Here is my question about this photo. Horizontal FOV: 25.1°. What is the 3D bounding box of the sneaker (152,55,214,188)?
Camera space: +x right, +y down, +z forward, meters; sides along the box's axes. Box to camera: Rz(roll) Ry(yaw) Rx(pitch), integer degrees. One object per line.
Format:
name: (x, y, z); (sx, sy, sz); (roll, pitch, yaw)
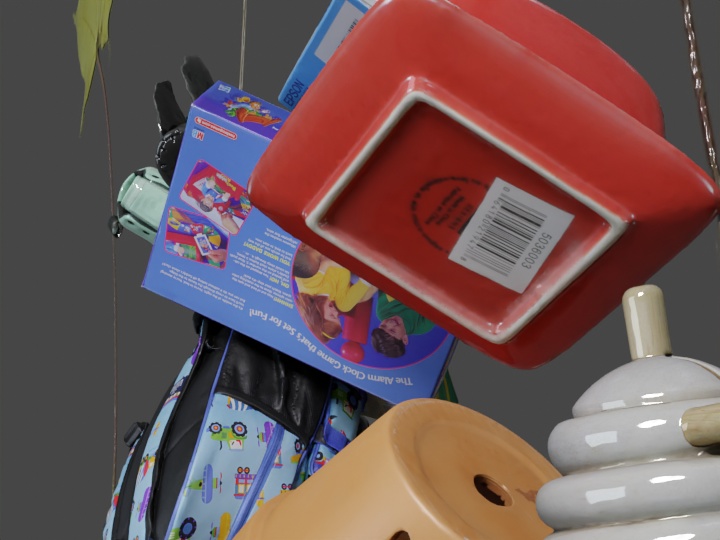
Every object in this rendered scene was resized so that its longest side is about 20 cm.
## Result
sneaker: (-0.073, -0.052, 1.086); (0.060, 0.200, 0.104); (-39, 6, 18)

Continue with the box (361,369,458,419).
box: (0.000, 0.000, 1.096); (0.117, 0.048, 0.202); (179, 71, -75)

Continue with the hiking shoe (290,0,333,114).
hiking shoe: (0.003, -0.134, 1.219); (0.086, 0.074, 0.202); (23, 89, 34)

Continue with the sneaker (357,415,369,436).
sneaker: (-0.036, 0.081, 1.279); (0.108, 0.069, 0.202); (-16, 61, 60)

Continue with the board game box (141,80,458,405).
board game box: (-0.024, -0.012, 0.993); (0.045, 0.198, 0.135); (-55, -12, -59)

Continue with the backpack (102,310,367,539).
backpack: (-0.090, 0.151, 1.050); (0.183, 0.133, 0.201); (-56, 15, 40)

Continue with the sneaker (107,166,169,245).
sneaker: (-0.130, -0.022, 1.273); (0.074, 0.118, 0.200); (-61, 32, 2)

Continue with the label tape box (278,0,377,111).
label tape box: (0.036, -0.192, 1.001); (0.201, 0.066, 0.143); (-62, 5, -27)

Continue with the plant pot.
plant pot: (0.035, 0.165, 0.866); (0.141, 0.198, 0.201); (-57, 28, 23)

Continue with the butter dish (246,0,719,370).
butter dish: (0.072, -0.074, 0.855); (0.200, 0.198, 0.149); (-49, 13, 48)

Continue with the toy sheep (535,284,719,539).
toy sheep: (0.134, 0.105, 0.655); (0.138, 0.136, 0.202); (145, 124, -67)
